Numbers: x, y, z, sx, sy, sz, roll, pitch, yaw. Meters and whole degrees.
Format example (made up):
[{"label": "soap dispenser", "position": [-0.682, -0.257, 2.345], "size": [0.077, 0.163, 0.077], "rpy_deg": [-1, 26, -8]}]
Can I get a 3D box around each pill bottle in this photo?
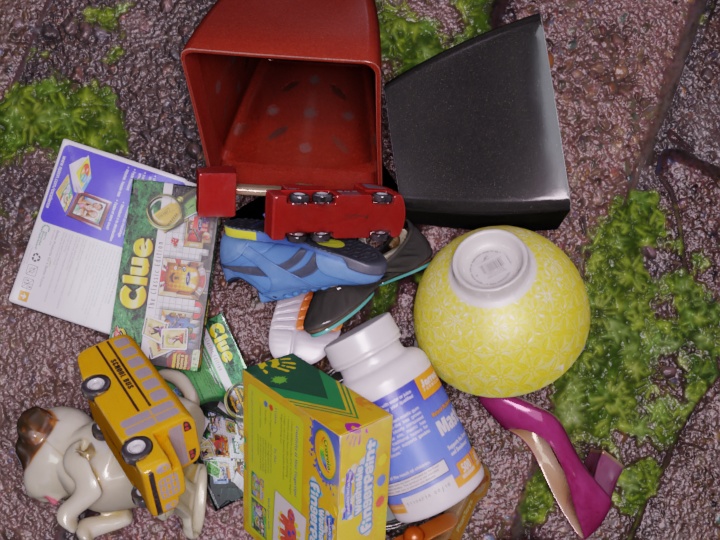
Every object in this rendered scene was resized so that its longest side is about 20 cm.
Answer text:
[{"label": "pill bottle", "position": [0.041, 0.153, 0.975], "size": [0.111, 0.112, 0.202], "rpy_deg": [-27, 91, -3]}]

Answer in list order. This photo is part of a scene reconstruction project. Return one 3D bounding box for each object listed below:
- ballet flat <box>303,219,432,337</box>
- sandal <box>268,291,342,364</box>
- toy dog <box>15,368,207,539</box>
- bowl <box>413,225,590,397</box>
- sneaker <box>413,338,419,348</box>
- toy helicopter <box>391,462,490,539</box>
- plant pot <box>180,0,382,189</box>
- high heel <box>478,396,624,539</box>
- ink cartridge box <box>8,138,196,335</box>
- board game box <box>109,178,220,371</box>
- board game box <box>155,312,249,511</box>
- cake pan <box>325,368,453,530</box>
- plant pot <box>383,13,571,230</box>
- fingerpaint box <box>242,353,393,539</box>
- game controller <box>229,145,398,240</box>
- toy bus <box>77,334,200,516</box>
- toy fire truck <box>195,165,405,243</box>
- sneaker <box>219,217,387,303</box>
[{"label": "ballet flat", "position": [0.000, 0.000, 1.007], "size": [0.199, 0.067, 0.069], "rpy_deg": [-32, 104, -40]}, {"label": "sandal", "position": [-0.050, 0.022, 1.059], "size": [0.078, 0.059, 0.210], "rpy_deg": [13, 64, 1]}, {"label": "toy dog", "position": [-0.277, 0.197, 0.989], "size": [0.196, 0.140, 0.197], "rpy_deg": [-1, 72, 8]}, {"label": "bowl", "position": [0.145, 0.021, 0.974], "size": [0.197, 0.108, 0.203], "rpy_deg": [-8, 52, 10]}, {"label": "sneaker", "position": [0.158, 0.055, 1.060], "size": [0.196, 0.076, 0.107], "rpy_deg": [-1, 67, -1]}, {"label": "toy helicopter", "position": [0.087, 0.297, 1.014], "size": [0.132, 0.078, 0.202], "rpy_deg": [48, 62, -37]}, {"label": "plant pot", "position": [-0.064, -0.217, 0.997], "size": [0.196, 0.201, 0.178], "rpy_deg": [6, 55, 6]}, {"label": "high heel", "position": [0.204, 0.216, 1.037], "size": [0.198, 0.067, 0.097], "rpy_deg": [32, 75, -2]}, {"label": "ink cartridge box", "position": [-0.280, -0.026, 1.061], "size": [0.197, 0.043, 0.201], "rpy_deg": [18, 85, 2]}, {"label": "board game box", "position": [-0.217, 0.005, 1.021], "size": [0.103, 0.023, 0.204], "rpy_deg": [6, 85, 3]}, {"label": "board game box", "position": [-0.163, 0.162, 1.059], "size": [0.104, 0.023, 0.202], "rpy_deg": [-25, 87, -1]}, {"label": "cake pan", "position": [0.020, 0.199, 1.052], "size": [0.196, 0.037, 0.204], "rpy_deg": [0, 85, -1]}, {"label": "plant pot", "position": [0.124, -0.142, 1.013], "size": [0.174, 0.199, 0.204], "rpy_deg": [-8, 86, 7]}, {"label": "fingerpaint box", "position": [-0.049, 0.213, 0.951], "size": [0.073, 0.166, 0.203], "rpy_deg": [-15, 117, -38]}, {"label": "game controller", "position": [-0.050, -0.062, 1.042], "size": [0.198, 0.042, 0.105], "rpy_deg": [-31, 66, -13]}, {"label": "toy bus", "position": [-0.220, 0.148, 0.905], "size": [0.077, 0.200, 0.066], "rpy_deg": [-22, 129, -27]}, {"label": "toy fire truck", "position": [-0.066, -0.072, 0.964], "size": [0.197, 0.141, 0.050], "rpy_deg": [-2, 109, -21]}, {"label": "sneaker", "position": [-0.061, -0.001, 0.954], "size": [0.197, 0.066, 0.080], "rpy_deg": [12, 105, 27]}]
